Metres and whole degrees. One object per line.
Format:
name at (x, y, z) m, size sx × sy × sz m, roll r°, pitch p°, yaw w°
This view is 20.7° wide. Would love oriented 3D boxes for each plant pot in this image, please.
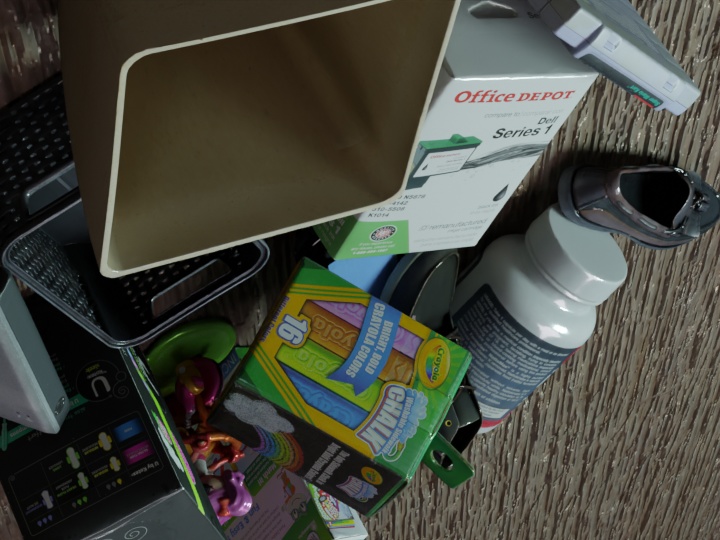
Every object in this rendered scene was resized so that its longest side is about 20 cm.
plant pot at (-0.084, -0.143, 1.155) m, size 0.200 × 0.177 × 0.200 m, roll -16°, pitch 149°, yaw -22°

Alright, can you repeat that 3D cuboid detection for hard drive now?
hard drive at (-0.281, 0.037, 1.340) m, size 0.200 × 0.139 × 0.033 m, roll 83°, pitch 29°, yaw -61°

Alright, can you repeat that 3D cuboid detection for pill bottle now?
pill bottle at (0.134, 0.039, 1.719) m, size 0.120 × 0.120 × 0.200 m, roll 5°, pitch 138°, yaw -46°

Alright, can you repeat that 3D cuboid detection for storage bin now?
storage bin at (-0.165, -0.044, 1.339) m, size 0.135 × 0.094 × 0.200 m, roll -31°, pitch 151°, yaw 6°

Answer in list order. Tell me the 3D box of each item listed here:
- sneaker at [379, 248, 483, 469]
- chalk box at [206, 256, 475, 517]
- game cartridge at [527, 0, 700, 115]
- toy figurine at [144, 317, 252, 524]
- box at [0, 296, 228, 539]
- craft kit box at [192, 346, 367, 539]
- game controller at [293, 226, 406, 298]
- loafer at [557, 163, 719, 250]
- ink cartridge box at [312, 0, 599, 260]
sneaker at (0.068, 0.068, 1.652) m, size 0.075 × 0.106 × 0.200 m, roll -25°, pitch 141°, yaw -44°
chalk box at (0.002, 0.104, 1.547) m, size 0.124 × 0.200 × 0.125 m, roll -62°, pitch -176°, yaw -25°
game cartridge at (0.155, -0.180, 1.365) m, size 0.038 × 0.130 × 0.200 m, roll -39°, pitch 150°, yaw 19°
toy figurine at (-0.146, 0.169, 1.611) m, size 0.200 × 0.184 × 0.150 m, roll -39°, pitch 151°, yaw 17°
box at (-0.203, 0.134, 1.483) m, size 0.124 × 0.200 × 0.149 m, roll -28°, pitch 153°, yaw -2°
craft kit box at (-0.101, 0.202, 1.693) m, size 0.048 × 0.198 × 0.200 m, roll 1°, pitch 141°, yaw -41°
game controller at (0.000, 0.000, 1.616) m, size 0.104 × 0.042 × 0.200 m, roll -25°, pitch 153°, yaw -8°
loafer at (0.257, -0.058, 1.706) m, size 0.200 × 0.072 × 0.063 m, roll 5°, pitch 170°, yaw -42°
ink cartridge box at (0.059, -0.106, 1.448) m, size 0.146 × 0.084 × 0.200 m, roll -7°, pitch 146°, yaw -36°
